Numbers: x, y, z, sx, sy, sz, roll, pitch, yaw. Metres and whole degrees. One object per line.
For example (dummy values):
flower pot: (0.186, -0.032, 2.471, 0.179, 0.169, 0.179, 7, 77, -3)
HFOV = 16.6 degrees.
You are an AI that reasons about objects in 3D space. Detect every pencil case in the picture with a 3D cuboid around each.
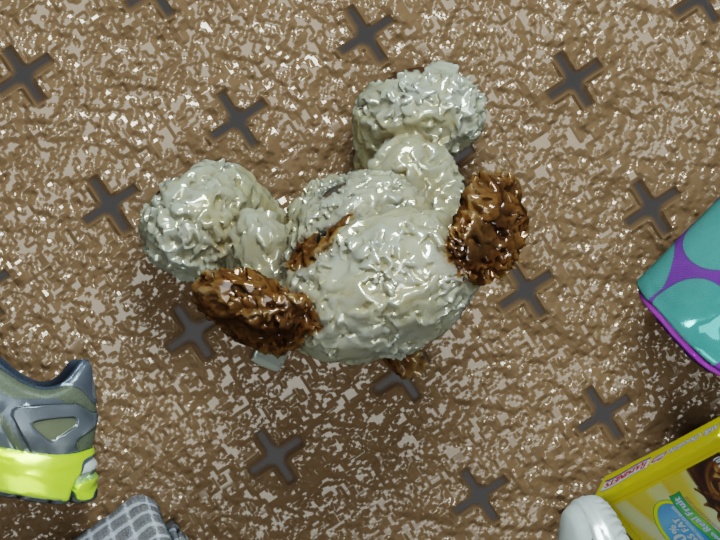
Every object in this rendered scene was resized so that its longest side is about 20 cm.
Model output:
pencil case: (0.245, -0.027, 1.333, 0.092, 0.085, 0.200, 44, 93, 5)

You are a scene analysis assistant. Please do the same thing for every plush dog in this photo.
plush dog: (0.000, 0.000, 1.267, 0.199, 0.172, 0.161, -24, 101, -2)

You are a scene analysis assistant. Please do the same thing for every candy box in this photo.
candy box: (0.229, 0.172, 1.365, 0.200, 0.026, 0.102, 47, 136, -10)

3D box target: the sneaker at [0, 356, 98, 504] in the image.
sneaker: (-0.232, 0.069, 1.315, 0.199, 0.074, 0.082, 10, 92, -15)

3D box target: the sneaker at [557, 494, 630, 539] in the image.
sneaker: (0.085, 0.225, 1.360, 0.129, 0.080, 0.201, -3, 110, -14)

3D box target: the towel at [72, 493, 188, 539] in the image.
towel: (-0.166, 0.206, 1.291, 0.199, 0.166, 0.086, -32, 95, 0)
